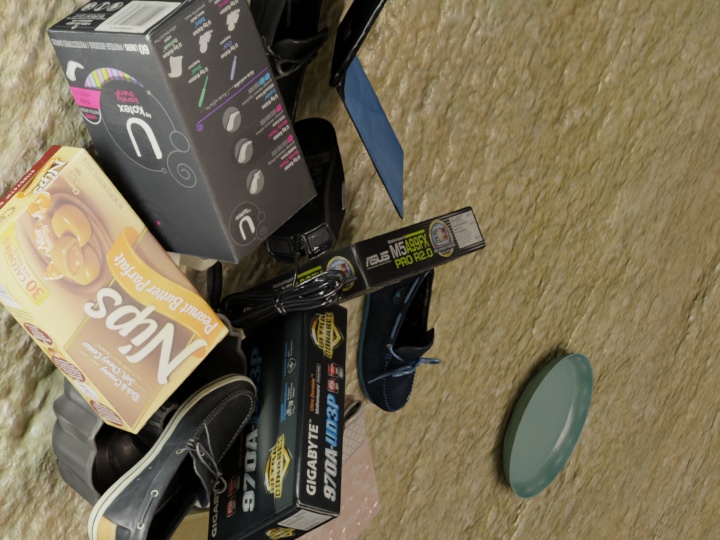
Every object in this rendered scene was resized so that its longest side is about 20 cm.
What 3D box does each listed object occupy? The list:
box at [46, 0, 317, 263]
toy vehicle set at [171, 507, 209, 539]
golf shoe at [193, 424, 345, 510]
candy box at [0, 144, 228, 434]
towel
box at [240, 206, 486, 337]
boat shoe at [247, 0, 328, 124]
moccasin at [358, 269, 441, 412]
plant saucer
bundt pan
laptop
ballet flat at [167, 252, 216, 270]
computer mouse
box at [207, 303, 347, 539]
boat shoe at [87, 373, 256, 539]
[{"bbox_3d":[-0.135,-0.120,1.411,0.106,0.122,0.201,-43,126,-35],"label":"box"},{"bbox_3d":[-0.198,0.318,1.744,0.124,0.026,0.201,1,109,-59],"label":"toy vehicle set"},{"bbox_3d":[-0.094,0.175,1.785,0.200,0.073,0.092,-16,150,-53],"label":"golf shoe"},{"bbox_3d":[-0.205,0.016,1.419,0.116,0.055,0.200,-48,121,-21],"label":"candy box"},{"bbox_3d":[-0.051,0.256,1.933,0.200,0.032,0.192,-44,143,-32],"label":"towel"},{"bbox_3d":[0.000,0.000,1.722,0.200,0.160,0.045,-19,88,-51],"label":"box"},{"bbox_3d":[-0.065,-0.195,1.560,0.074,0.062,0.201,-30,135,-48],"label":"boat shoe"},{"bbox_3d":[0.041,0.071,1.916,0.080,0.068,0.201,-38,140,-39],"label":"moccasin"},{"bbox_3d":[0.237,0.195,2.354,0.200,0.027,0.201,-36,139,-40],"label":"plant saucer"},{"bbox_3d":[-0.188,0.115,1.573,0.202,0.075,0.203,-36,138,-40],"label":"bundt pan"},{"bbox_3d":[0.038,-0.183,1.601,0.201,0.115,0.187,-58,-169,19],"label":"laptop"},{"bbox_3d":[-0.162,-0.023,1.521,0.200,0.068,0.068,-29,150,-46],"label":"ballet flat"},{"bbox_3d":[-0.071,-0.035,1.635,0.046,0.140,0.201,44,34,-50],"label":"computer mouse"},{"bbox_3d":[-0.074,0.142,1.621,0.046,0.159,0.201,19,58,-29],"label":"box"},{"bbox_3d":[-0.145,0.167,1.543,0.200,0.062,0.075,-47,143,-33],"label":"boat shoe"}]
